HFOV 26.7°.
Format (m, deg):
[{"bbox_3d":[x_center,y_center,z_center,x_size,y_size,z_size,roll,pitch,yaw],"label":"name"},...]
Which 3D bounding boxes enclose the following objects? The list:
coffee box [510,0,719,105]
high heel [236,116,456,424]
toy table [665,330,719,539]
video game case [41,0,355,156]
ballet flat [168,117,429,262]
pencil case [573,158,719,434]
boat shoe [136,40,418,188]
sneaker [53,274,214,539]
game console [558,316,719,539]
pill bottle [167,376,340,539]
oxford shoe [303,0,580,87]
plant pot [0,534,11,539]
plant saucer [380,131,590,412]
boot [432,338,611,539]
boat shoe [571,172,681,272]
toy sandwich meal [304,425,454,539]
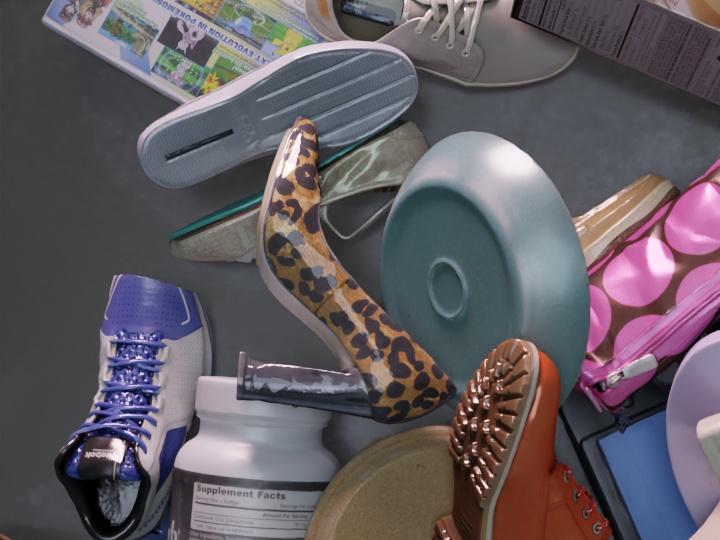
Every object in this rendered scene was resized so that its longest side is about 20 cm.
[{"bbox_3d":[0.219,-0.196,1.027,0.200,0.080,0.114,25,66,7],"label":"coffee box"},{"bbox_3d":[0.000,0.000,1.005,0.142,0.071,0.200,7,77,-1],"label":"high heel"},{"bbox_3d":[0.250,0.145,0.906,0.184,0.117,0.200,-37,96,26],"label":"toy table"},{"bbox_3d":[-0.105,-0.211,1.111,0.200,0.022,0.182,30,91,6],"label":"video game case"},{"bbox_3d":[-0.039,-0.041,1.074,0.200,0.067,0.062,-27,94,5],"label":"ballet flat"},{"bbox_3d":[0.208,0.006,0.973,0.091,0.094,0.200,44,100,-8],"label":"pencil case"},{"bbox_3d":[-0.061,-0.117,1.056,0.200,0.067,0.074,-15,111,-2],"label":"boat shoe"},{"bbox_3d":[-0.156,0.103,1.052,0.080,0.115,0.200,6,88,6],"label":"sneaker"},{"bbox_3d":[0.251,0.134,1.000,0.171,0.118,0.200,-23,84,-7],"label":"game console"},{"bbox_3d":[-0.073,0.176,1.039,0.116,0.116,0.200,4,87,7],"label":"pill bottle"},{"bbox_3d":[0.059,-0.173,1.064,0.200,0.058,0.075,11,87,-5],"label":"oxford shoe"},{"bbox_3d":[-0.322,0.300,1.043,0.187,0.187,0.200,1,102,6],"label":"plant pot"},{"bbox_3d":[0.069,0.011,0.992,0.036,0.200,0.200,-11,84,-34],"label":"plant saucer"},{"bbox_3d":[0.110,0.134,0.949,0.107,0.075,0.200,2,114,-14],"label":"boot"},{"bbox_3d":[0.129,-0.008,1.053,0.200,0.072,0.076,-41,69,2],"label":"boat shoe"},{"bbox_3d":[0.054,0.202,1.026,0.205,0.070,0.205,0,88,-10],"label":"toy sandwich meal"}]
